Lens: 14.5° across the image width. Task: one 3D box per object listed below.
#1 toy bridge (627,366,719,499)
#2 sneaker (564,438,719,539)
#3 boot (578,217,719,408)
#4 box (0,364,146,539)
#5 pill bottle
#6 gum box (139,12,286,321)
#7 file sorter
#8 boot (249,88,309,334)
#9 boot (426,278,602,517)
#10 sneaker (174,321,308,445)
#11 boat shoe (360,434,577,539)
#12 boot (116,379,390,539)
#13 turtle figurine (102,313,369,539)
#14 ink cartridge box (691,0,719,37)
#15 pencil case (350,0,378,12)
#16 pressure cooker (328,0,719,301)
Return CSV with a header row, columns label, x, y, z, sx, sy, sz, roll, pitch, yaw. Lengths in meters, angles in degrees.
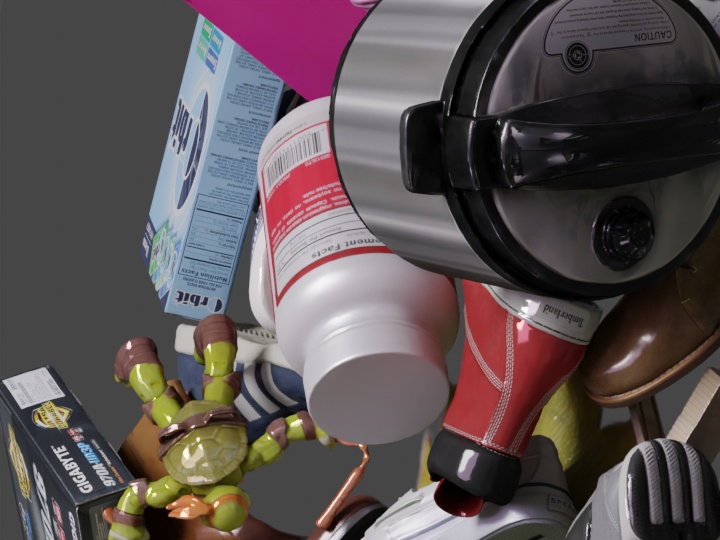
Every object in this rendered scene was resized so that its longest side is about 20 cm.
label,x,y,z,sx,sy,sz,roll,pitch,yaw
toy bridge,0.184,0.086,1.531,0.068,0.027,0.200,-62,35,11
sneaker,0.149,0.196,1.501,0.115,0.074,0.202,148,126,-66
boot,0.179,-0.010,1.519,0.200,0.075,0.074,-46,41,16
box,-0.180,0.185,1.853,0.159,0.046,0.201,47,149,51
pill bottle,0.000,0.000,1.703,0.112,0.112,0.201,-42,39,33
gum box,-0.097,-0.083,1.894,0.170,0.044,0.201,-128,52,-73
file sorter,0.002,-0.187,1.748,0.139,0.200,0.126,-8,51,51
boot,-0.041,-0.040,1.854,0.090,0.073,0.201,-20,43,53
boot,0.071,0.060,1.613,0.200,0.072,0.145,-111,44,-77
sneaker,-0.045,0.084,1.807,0.199,0.075,0.085,9,98,51
boat shoe,0.046,0.159,1.651,0.199,0.073,0.067,-26,46,29
boot,-0.071,0.149,1.779,0.201,0.068,0.189,59,134,33
turtle figurine,-0.104,0.106,1.717,0.199,0.065,0.162,-27,48,5
ink cartridge box,0.204,-0.169,1.583,0.147,0.083,0.200,-54,39,21
pencil case,0.073,-0.133,1.634,0.087,0.200,0.088,-27,39,25
pressure cooker,0.099,-0.073,1.450,0.176,0.179,0.200,-51,25,-12
